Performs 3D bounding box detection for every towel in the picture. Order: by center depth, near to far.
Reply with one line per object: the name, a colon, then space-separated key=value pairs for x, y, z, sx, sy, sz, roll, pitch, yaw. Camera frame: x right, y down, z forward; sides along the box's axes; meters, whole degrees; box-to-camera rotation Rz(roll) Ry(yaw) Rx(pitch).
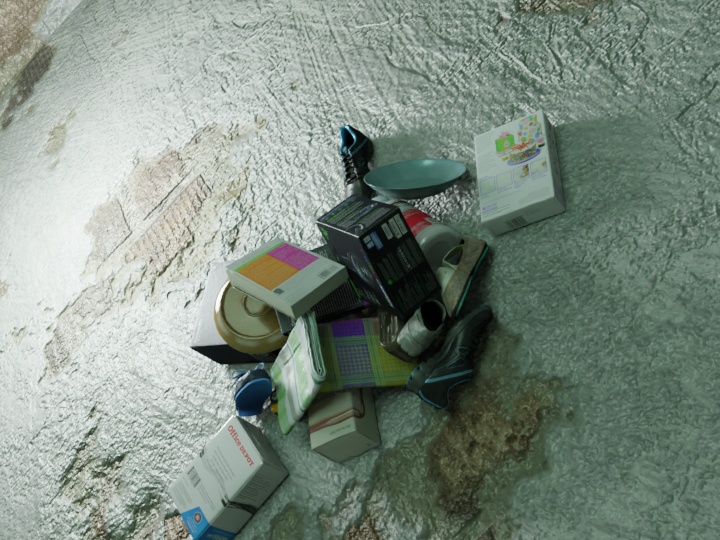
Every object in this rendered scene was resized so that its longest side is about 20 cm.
towel: x=-0.117 y=0.184 z=1.591 sx=0.200 sy=0.030 sz=0.150 roll=122 pitch=145 yaw=-44
towel: x=0.008 y=0.151 z=1.596 sx=0.198 sy=0.023 sz=0.144 roll=-4 pitch=54 yaw=-12

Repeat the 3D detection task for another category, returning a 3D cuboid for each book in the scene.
book: x=-0.135 y=0.007 z=1.626 sx=0.133 sy=0.048 sz=0.199 roll=-37 pitch=39 yaw=-27

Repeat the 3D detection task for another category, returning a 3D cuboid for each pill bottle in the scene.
pill bottle: x=0.086 y=-0.065 z=1.682 sx=0.113 sy=0.112 sz=0.200 roll=-53 pitch=45 yaw=-1

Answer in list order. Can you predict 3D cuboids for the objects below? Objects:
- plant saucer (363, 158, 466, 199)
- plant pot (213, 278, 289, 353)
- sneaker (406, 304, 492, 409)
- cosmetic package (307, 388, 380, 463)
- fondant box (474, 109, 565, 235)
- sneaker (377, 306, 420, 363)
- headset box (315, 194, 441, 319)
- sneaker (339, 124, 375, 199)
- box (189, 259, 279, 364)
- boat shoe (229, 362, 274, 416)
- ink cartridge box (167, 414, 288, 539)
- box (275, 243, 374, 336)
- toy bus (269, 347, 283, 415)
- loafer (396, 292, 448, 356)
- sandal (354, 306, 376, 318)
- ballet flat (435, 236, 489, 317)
plant saucer: x=0.107 y=-0.172 z=1.725 sx=0.199 sy=0.039 sz=0.201 roll=-6 pitch=21 yaw=2
plant pot: x=-0.197 y=0.065 z=1.746 sx=0.198 sy=0.028 sz=0.201 roll=-4 pitch=64 yaw=9
sneaker: x=0.168 y=0.147 z=1.525 sx=0.082 sy=0.073 sz=0.200 roll=40 pitch=82 yaw=9
cosmetic package: x=-0.038 y=0.232 z=1.619 sx=0.103 sy=0.087 sz=0.201 roll=-28 pitch=50 yaw=21
fondant box: x=0.289 y=-0.179 z=1.630 sx=0.144 sy=0.058 sz=0.201 roll=-19 pitch=55 yaw=29
sneaker: x=0.077 y=0.089 z=1.609 sx=0.070 sy=0.075 sz=0.201 roll=-34 pitch=28 yaw=31
headset box: x=0.025 y=-0.030 z=1.556 sx=0.093 sy=0.175 sz=0.200 roll=-36 pitch=24 yaw=-15
sneaker: x=-0.018 y=-0.215 z=1.875 sx=0.073 sy=0.082 sz=0.201 roll=-21 pitch=54 yaw=25
box: x=-0.236 y=0.083 z=1.853 sx=0.181 sy=0.104 sz=0.201 roll=-6 pitch=61 yaw=34
boat shoe: x=-0.217 y=0.223 z=1.702 sx=0.200 sy=0.084 sz=0.069 roll=124 pitch=139 yaw=-57
ink cartridge box: x=-0.252 y=0.401 z=1.688 sx=0.200 sy=0.084 sz=0.146 roll=-48 pitch=45 yaw=4
box: x=-0.074 y=0.027 z=1.696 sx=0.199 sy=0.036 sz=0.144 roll=-18 pitch=71 yaw=2
toy bus: x=-0.118 y=0.187 z=1.726 sx=0.078 sy=0.065 sz=0.201 roll=-13 pitch=57 yaw=30
loafer: x=0.123 y=0.079 z=1.540 sx=0.070 sy=0.070 sz=0.200 roll=-45 pitch=5 yaw=31
sandal: x=0.000 y=0.000 z=1.754 sx=0.080 sy=0.054 sz=0.201 roll=-35 pitch=61 yaw=42
ballet flat: x=0.168 y=0.008 z=1.560 sx=0.067 sy=0.068 sz=0.200 roll=24 pitch=40 yaw=8
